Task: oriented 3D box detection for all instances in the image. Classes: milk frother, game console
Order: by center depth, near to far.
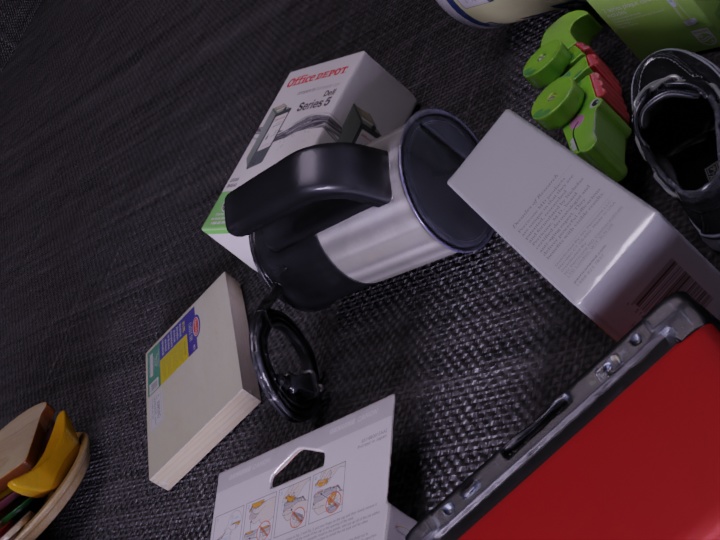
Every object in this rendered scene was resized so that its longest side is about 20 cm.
[{"bbox_3d":[0.132,0.123,0.563,0.200,0.172,0.119,-44,58,14],"label":"game console"},{"bbox_3d":[0.000,0.000,0.891,0.187,0.179,0.203,-21,85,43],"label":"milk frother"}]

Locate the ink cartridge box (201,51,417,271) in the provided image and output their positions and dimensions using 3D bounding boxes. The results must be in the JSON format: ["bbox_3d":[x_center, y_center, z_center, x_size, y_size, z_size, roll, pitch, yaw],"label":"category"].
[{"bbox_3d":[-0.050,-0.103,1.092,0.145,0.084,0.202,0,58,55],"label":"ink cartridge box"}]

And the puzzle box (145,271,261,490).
[{"bbox_3d":[-0.159,0.102,1.090,0.133,0.025,0.201,-44,30,17],"label":"puzzle box"}]

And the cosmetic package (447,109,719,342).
[{"bbox_3d":[0.143,-0.021,0.712,0.071,0.101,0.200,-49,29,8],"label":"cosmetic package"}]

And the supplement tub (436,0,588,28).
[{"bbox_3d":[0.156,-0.293,0.938,0.199,0.144,0.146,1,59,55],"label":"supplement tub"}]

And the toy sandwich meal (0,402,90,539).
[{"bbox_3d":[-0.365,0.226,1.174,0.204,0.070,0.206,-38,18,15],"label":"toy sandwich meal"}]

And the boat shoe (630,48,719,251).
[{"bbox_3d":[0.210,-0.097,0.729,0.071,0.068,0.202,-35,34,27],"label":"boat shoe"}]

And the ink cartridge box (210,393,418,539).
[{"bbox_3d":[-0.039,0.203,0.791,0.199,0.045,0.178,-29,38,36],"label":"ink cartridge box"}]

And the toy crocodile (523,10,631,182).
[{"bbox_3d":[0.164,-0.128,0.810,0.062,0.067,0.201,-40,22,24],"label":"toy crocodile"}]

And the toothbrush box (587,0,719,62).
[{"bbox_3d":[0.203,-0.272,0.794,0.086,0.199,0.147,-1,58,54],"label":"toothbrush box"}]
